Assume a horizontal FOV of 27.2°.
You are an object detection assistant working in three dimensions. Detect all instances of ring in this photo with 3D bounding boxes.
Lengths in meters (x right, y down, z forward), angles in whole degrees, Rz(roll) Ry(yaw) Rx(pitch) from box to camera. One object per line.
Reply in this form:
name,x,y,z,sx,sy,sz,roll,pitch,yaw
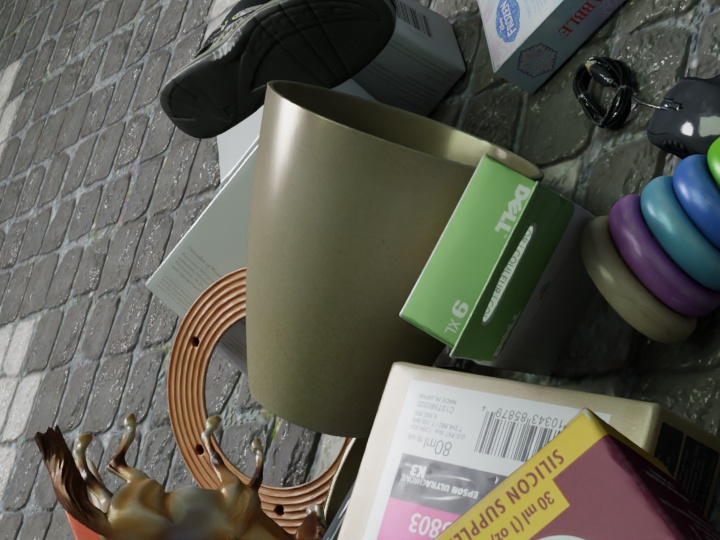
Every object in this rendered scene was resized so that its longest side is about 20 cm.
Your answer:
ring,-0.060,0.095,1.097,0.200,0.019,0.201,2,94,30

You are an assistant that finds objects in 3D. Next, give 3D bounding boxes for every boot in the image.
boot,-0.044,-0.186,1.085,0.203,0.074,0.154,-22,26,35

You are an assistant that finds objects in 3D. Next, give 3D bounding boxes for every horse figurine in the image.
horse figurine,-0.124,0.154,1.014,0.133,0.199,0.050,-110,34,-47

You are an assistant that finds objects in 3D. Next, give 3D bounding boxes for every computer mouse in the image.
computer mouse,0.183,-0.108,0.932,0.059,0.034,0.200,-64,28,5

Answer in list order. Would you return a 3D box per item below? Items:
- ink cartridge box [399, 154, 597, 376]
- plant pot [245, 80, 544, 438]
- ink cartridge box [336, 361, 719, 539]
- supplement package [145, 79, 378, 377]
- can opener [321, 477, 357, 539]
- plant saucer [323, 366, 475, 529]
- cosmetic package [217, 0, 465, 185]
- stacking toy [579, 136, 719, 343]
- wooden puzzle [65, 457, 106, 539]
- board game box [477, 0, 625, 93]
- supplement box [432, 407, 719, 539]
ink cartridge box,0.083,-0.001,0.856,0.059,0.200,0.104,30,95,22
plant pot,0.000,0.000,0.975,0.187,0.187,0.201,43,118,61
ink cartridge box,0.082,0.147,0.823,0.200,0.075,0.165,5,71,47
supplement package,-0.050,-0.036,1.145,0.200,0.117,0.117,-48,1,30
can opener,-0.012,0.176,0.951,0.200,0.066,0.053,-57,30,6
plant saucer,0.040,0.161,0.965,0.200,0.029,0.201,-38,40,40
cosmetic package,-0.020,-0.137,1.220,0.200,0.113,0.081,-46,33,28
stacking toy,0.213,-0.051,0.795,0.200,0.085,0.085,-45,34,27
wooden puzzle,-0.165,0.257,1.100,0.046,0.186,0.200,-27,29,-12
board game box,0.160,-0.263,1.085,0.200,0.041,0.200,-44,35,33
supplement box,0.122,0.184,0.648,0.131,0.103,0.200,-42,54,10
